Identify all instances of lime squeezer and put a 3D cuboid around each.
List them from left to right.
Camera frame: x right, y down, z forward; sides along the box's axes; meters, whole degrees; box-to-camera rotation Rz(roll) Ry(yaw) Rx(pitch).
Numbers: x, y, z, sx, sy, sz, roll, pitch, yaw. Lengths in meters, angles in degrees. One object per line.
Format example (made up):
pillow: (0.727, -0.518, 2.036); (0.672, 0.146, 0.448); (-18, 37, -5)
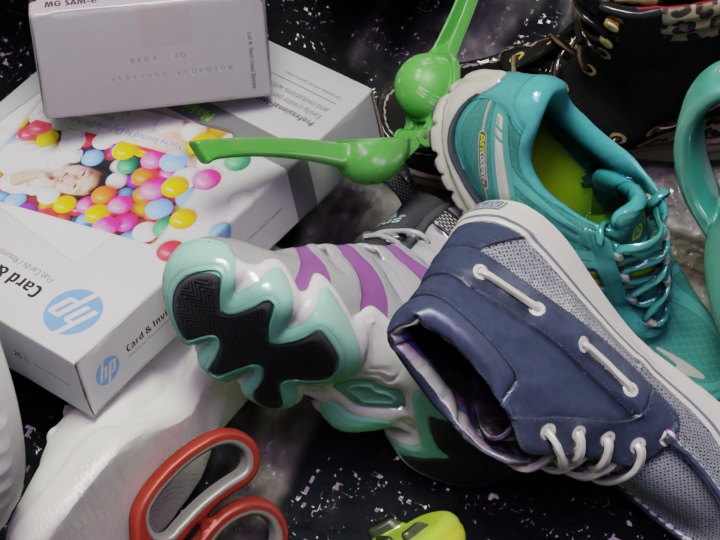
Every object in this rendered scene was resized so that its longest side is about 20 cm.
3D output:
lime squeezer: (0.010, -0.084, 1.287); (0.200, 0.038, 0.071); (-41, 98, -25)

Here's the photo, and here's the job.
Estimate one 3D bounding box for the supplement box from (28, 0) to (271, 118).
supplement box: (-0.102, -0.156, 1.355); (0.108, 0.061, 0.200); (-6, 37, -2)

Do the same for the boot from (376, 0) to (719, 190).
boot: (0.102, -0.103, 1.323); (0.199, 0.151, 0.073); (-2, 63, -1)

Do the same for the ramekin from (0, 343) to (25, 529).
ramekin: (-0.221, 0.047, 1.224); (0.094, 0.203, 0.203); (-22, 65, -24)

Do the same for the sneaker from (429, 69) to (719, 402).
sneaker: (0.108, -0.008, 1.276); (0.200, 0.080, 0.078); (50, 60, -21)

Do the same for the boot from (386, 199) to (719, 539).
boot: (0.094, 0.069, 1.242); (0.200, 0.073, 0.090); (46, 47, -7)

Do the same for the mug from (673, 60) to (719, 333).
mug: (0.221, -0.007, 1.278); (0.152, 0.114, 0.185); (-13, 66, -47)

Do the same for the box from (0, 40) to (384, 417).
box: (-0.111, -0.038, 1.314); (0.156, 0.041, 0.200); (28, 59, 34)

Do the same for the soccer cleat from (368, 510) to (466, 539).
soccer cleat: (-0.012, 0.190, 1.235); (0.084, 0.065, 0.200); (46, 64, -11)

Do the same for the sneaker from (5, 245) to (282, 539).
sneaker: (-0.110, 0.058, 1.294); (0.088, 0.075, 0.200); (25, 58, 24)

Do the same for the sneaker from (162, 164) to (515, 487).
sneaker: (0.000, 0.000, 1.284); (0.200, 0.078, 0.140); (32, 49, -31)

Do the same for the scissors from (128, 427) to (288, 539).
scissors: (-0.113, 0.150, 1.249); (0.200, 0.014, 0.073); (-39, 114, -16)
